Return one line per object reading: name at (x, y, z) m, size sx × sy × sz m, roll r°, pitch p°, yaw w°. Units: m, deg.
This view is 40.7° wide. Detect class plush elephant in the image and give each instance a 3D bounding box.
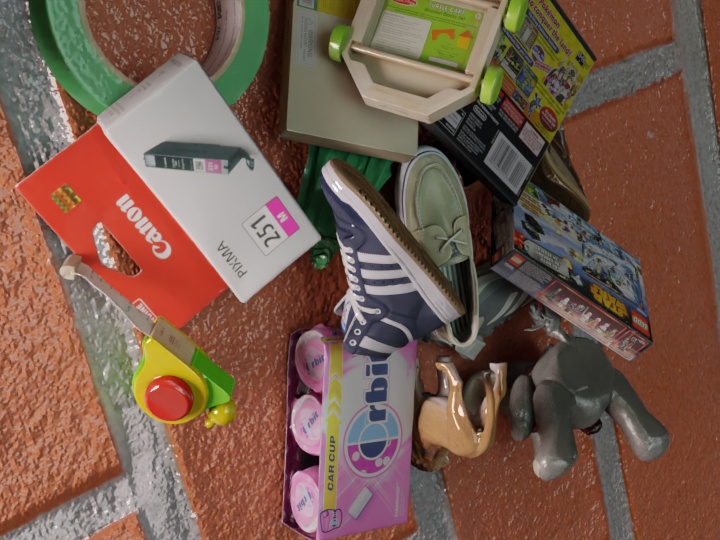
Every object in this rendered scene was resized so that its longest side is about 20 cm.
plush elephant at (0.204, 0.144, 1.066) m, size 0.163 × 0.155 × 0.202 m, roll -12°, pitch 69°, yaw -26°

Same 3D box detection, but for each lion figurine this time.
lion figurine at (0.088, 0.149, 0.963) m, size 0.072 × 0.200 × 0.124 m, roll -1°, pitch 88°, yaw -14°

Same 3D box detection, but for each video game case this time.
video game case at (0.141, -0.187, 0.947) m, size 0.200 × 0.025 × 0.182 m, roll 35°, pitch 83°, yaw -45°

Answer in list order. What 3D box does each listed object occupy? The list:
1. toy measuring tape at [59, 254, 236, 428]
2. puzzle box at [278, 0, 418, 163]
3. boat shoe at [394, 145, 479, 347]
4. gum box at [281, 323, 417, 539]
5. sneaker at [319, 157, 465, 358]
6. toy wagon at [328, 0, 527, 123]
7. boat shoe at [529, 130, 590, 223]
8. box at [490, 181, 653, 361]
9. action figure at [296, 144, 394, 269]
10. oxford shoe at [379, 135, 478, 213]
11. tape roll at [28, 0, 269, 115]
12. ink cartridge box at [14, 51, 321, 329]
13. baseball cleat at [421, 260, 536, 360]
toy measuring tape at (-0.189, 0.073, 0.833) m, size 0.200 × 0.073 × 0.074 m, roll 42°, pitch 71°, yaw -18°
puzzle box at (-0.006, -0.208, 0.901) m, size 0.132 × 0.025 × 0.202 m, roll 8°, pitch 76°, yaw -23°
boat shoe at (0.085, -0.022, 0.946) m, size 0.071 × 0.062 × 0.202 m, roll -19°, pitch 109°, yaw -14°
gum box at (-0.010, 0.153, 0.961) m, size 0.113 × 0.066 × 0.203 m, roll 0°, pitch 95°, yaw -37°
sneaker at (0.000, 0.000, 0.868) m, size 0.108 × 0.070 × 0.200 m, roll -34°, pitch 121°, yaw 12°
toy wagon at (0.067, -0.233, 0.856) m, size 0.040 × 0.154 × 0.202 m, roll 49°, pitch 61°, yaw -74°
boat shoe at (0.191, -0.132, 1.084) m, size 0.200 × 0.072 × 0.072 m, roll 42°, pitch 42°, yaw -25°
box at (0.226, -0.006, 1.048) m, size 0.199 × 0.040 × 0.138 m, roll 33°, pitch 37°, yaw -18°
action figure at (-0.014, -0.097, 0.921) m, size 0.117 × 0.055 × 0.202 m, roll 19°, pitch 75°, yaw -8°
oxford shoe at (0.062, -0.086, 0.986) m, size 0.200 × 0.071 × 0.072 m, roll -40°, pitch 118°, yaw -24°
tape roll at (-0.173, -0.220, 0.813) m, size 0.199 × 0.048 × 0.203 m, roll -5°, pitch 99°, yaw -36°
ink cartridge box at (-0.154, -0.048, 0.810) m, size 0.173 × 0.044 × 0.201 m, roll -40°, pitch 123°, yaw -8°
baseball cleat at (0.144, 0.038, 1.072) m, size 0.198 × 0.070 × 0.108 m, roll -7°, pitch 113°, yaw -30°
